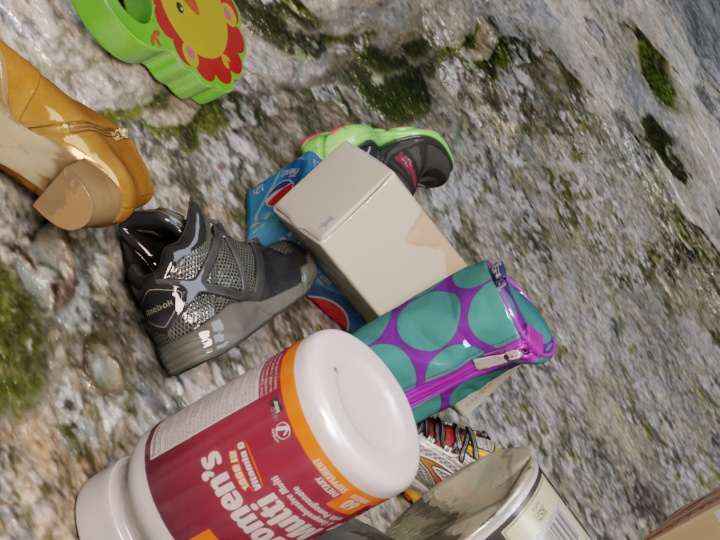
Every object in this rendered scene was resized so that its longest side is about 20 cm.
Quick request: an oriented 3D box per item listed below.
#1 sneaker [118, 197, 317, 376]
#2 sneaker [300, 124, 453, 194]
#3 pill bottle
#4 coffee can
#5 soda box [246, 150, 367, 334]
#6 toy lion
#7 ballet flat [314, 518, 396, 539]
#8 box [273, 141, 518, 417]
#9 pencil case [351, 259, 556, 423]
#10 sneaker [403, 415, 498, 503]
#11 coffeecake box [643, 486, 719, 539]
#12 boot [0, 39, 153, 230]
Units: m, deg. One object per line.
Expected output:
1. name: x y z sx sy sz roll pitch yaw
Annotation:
1. sneaker: -0.101 -0.009 1.666 0.114 0.076 0.199 64 31 -5
2. sneaker: 0.014 -0.076 1.965 0.200 0.077 0.084 -5 84 -58
3. pill bottle: -0.071 0.125 1.435 0.110 0.200 0.110 42 31 -32
4. coffee can: 0.122 0.250 1.708 0.200 0.146 0.146 53 26 -11
5. soda box: 0.000 0.000 1.842 0.200 0.068 0.064 43 28 -30
6. toy lion: -0.160 -0.213 1.806 0.192 0.069 0.200 63 25 -9
7. ballet flat: 0.025 0.207 1.598 0.200 0.046 0.067 8 38 -2
8. box: 0.033 0.007 1.757 0.200 0.078 0.095 51 -7 -32
9. pencil case: 0.035 0.072 1.679 0.085 0.200 0.092 54 10 -32
10. sneaker: 0.061 0.136 1.792 0.200 0.082 0.078 46 30 -22
11. coffeecake box: 0.333 0.230 2.080 0.073 0.153 0.200 59 22 5
12. boot: -0.226 -0.108 1.579 0.201 0.071 0.144 49 13 -2
